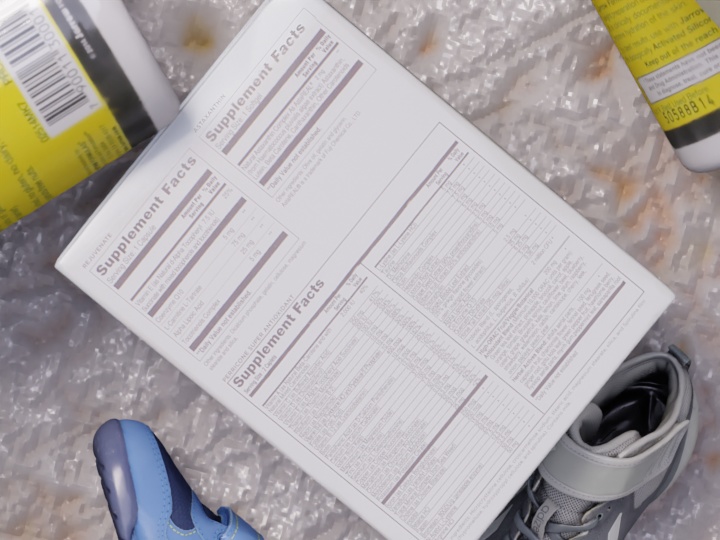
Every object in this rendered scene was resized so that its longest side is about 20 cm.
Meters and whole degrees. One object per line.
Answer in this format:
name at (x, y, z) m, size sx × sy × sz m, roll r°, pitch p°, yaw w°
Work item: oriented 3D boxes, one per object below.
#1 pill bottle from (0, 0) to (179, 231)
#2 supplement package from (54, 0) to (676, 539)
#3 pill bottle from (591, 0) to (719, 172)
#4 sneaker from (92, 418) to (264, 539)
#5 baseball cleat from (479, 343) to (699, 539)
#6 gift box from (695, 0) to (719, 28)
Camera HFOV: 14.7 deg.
pill bottle at (-0.179, -0.055, 1.055) m, size 0.200 × 0.114 × 0.115 m, roll -32°, pitch 94°, yaw -3°
supplement package at (0.000, 0.000, 1.159) m, size 0.200 × 0.152 × 0.151 m, roll 39°, pitch 91°, yaw -3°
pill bottle at (0.138, -0.152, 1.175) m, size 0.111 × 0.111 × 0.200 m, roll -30°, pitch 94°, yaw 0°
sneaker at (-0.049, 0.143, 1.208) m, size 0.082 × 0.074 × 0.200 m, roll -30°, pitch 101°, yaw -2°
baseball cleat at (0.073, 0.112, 1.178) m, size 0.070 × 0.107 × 0.200 m, roll 31°, pitch 74°, yaw 16°
gift box at (0.194, -0.167, 1.016) m, size 0.187 × 0.184 × 0.200 m, roll 43°, pitch 62°, yaw -34°
